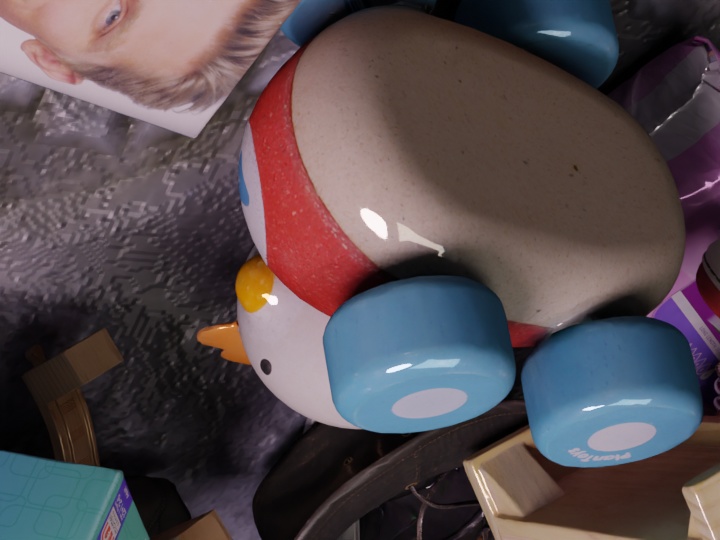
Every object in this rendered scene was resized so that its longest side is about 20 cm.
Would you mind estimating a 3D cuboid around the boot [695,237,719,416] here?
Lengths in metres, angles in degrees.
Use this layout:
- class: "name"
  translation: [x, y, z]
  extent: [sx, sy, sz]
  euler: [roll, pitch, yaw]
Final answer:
- class: "boot"
  translation: [0.162, 0.065, 0.902]
  extent: [0.144, 0.072, 0.200]
  euler: [-41, 143, 14]

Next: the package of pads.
- class: "package of pads"
  translation: [0.145, -0.002, 0.932]
  extent: [0.120, 0.076, 0.200]
  euler: [-35, 140, 9]

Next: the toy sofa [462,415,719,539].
- class: "toy sofa"
  translation: [0.128, 0.101, 0.818]
  extent: [0.083, 0.098, 0.200]
  euler: [-27, -173, -20]

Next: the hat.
- class: "hat"
  translation: [0.008, 0.105, 0.955]
  extent: [0.201, 0.081, 0.201]
  euler: [-26, 146, -19]

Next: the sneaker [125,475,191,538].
- class: "sneaker"
  translation: [-0.127, 0.169, 0.969]
  extent: [0.091, 0.076, 0.200]
  euler: [-8, 139, -31]

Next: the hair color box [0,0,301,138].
- class: "hair color box"
  translation: [-0.110, -0.120, 0.675]
  extent: [0.200, 0.061, 0.100]
  euler: [16, 124, -41]

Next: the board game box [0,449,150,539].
- class: "board game box"
  translation: [-0.170, 0.118, 0.820]
  extent: [0.200, 0.045, 0.152]
  euler: [8, 143, 18]

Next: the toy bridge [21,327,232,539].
- class: "toy bridge"
  translation: [-0.083, 0.118, 0.873]
  extent: [0.067, 0.200, 0.027]
  euler: [-28, -177, 43]

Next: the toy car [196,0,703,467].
- class: "toy car"
  translation: [0.000, 0.000, 0.800]
  extent: [0.177, 0.184, 0.200]
  euler: [13, 146, -38]

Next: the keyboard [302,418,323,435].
- class: "keyboard"
  translation: [0.013, 0.024, 0.937]
  extent: [0.056, 0.011, 0.200]
  euler: [-7, 136, -23]
